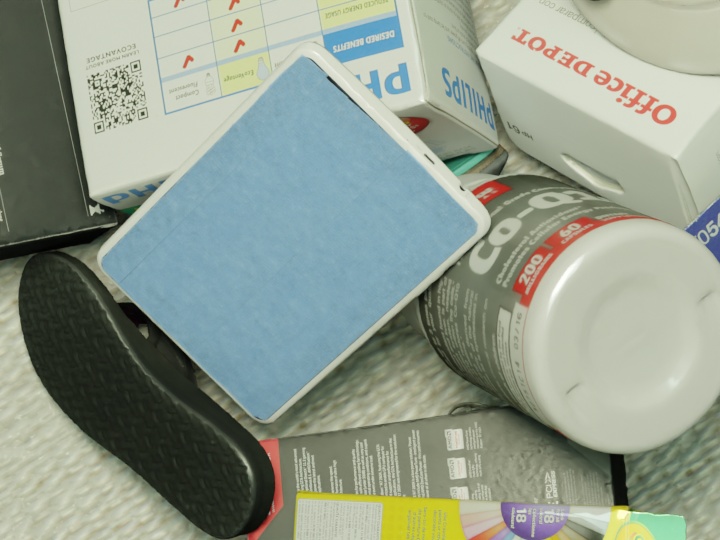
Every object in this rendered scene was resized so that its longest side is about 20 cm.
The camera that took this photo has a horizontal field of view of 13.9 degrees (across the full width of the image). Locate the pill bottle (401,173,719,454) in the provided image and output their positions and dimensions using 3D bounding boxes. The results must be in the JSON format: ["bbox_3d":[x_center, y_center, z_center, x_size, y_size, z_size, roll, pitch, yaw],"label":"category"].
[{"bbox_3d":[0.095,0.014,1.483,0.113,0.200,0.115,-5,103,-22],"label":"pill bottle"}]

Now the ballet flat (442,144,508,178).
[{"bbox_3d":[0.000,0.000,1.590,0.199,0.073,0.073,-28,76,-11],"label":"ballet flat"}]

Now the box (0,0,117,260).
[{"bbox_3d":[-0.223,-0.103,1.580,0.140,0.079,0.201,-11,86,-16],"label":"box"}]

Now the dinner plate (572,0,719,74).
[{"bbox_3d":[0.169,-0.198,1.472,0.199,0.024,0.202,2,94,33],"label":"dinner plate"}]

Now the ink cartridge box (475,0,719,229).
[{"bbox_3d":[0.181,-0.131,1.564,0.144,0.085,0.200,30,72,35],"label":"ink cartridge box"}]

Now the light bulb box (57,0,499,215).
[{"bbox_3d":[-0.050,-0.144,1.567,0.197,0.125,0.201,-15,75,18],"label":"light bulb box"}]

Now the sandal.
[{"bbox_3d":[-0.112,0.066,1.576,0.200,0.048,0.076,45,124,24],"label":"sandal"}]

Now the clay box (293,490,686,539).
[{"bbox_3d":[0.064,0.172,1.473,0.199,0.048,0.116,2,84,14],"label":"clay box"}]

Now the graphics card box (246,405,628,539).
[{"bbox_3d":[0.042,0.139,1.536,0.199,0.051,0.126,-10,76,14],"label":"graphics card box"}]

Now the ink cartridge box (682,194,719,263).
[{"bbox_3d":[0.279,0.000,1.525,0.196,0.043,0.200,-42,122,-7],"label":"ink cartridge box"}]

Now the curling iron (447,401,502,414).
[{"bbox_3d":[0.089,0.161,1.560,0.049,0.026,0.201,-19,76,4],"label":"curling iron"}]

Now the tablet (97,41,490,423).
[{"bbox_3d":[-0.037,-0.015,1.493,0.130,0.200,0.014,44,39,-4],"label":"tablet"}]
